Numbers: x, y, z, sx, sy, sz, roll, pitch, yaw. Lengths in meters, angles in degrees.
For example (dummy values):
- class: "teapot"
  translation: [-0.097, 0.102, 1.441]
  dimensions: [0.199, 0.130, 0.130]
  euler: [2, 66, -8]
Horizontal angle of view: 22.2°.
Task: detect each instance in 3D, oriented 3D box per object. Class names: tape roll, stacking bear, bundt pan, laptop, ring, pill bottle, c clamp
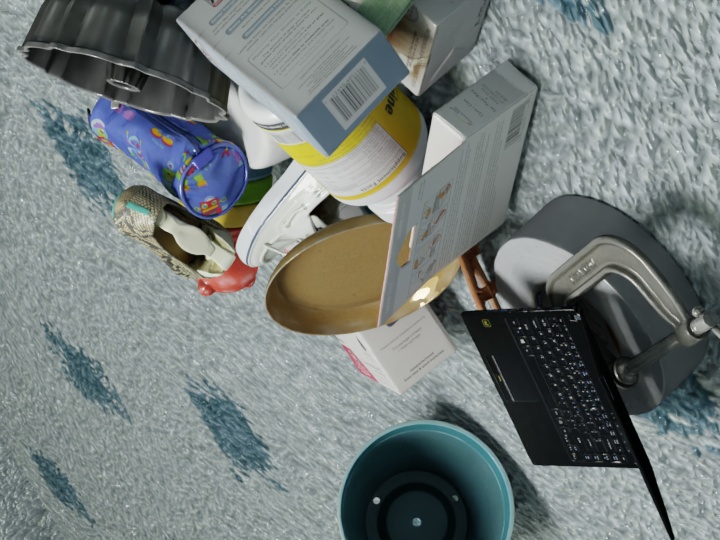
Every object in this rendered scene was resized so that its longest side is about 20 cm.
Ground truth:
- class: "tape roll"
  translation: [0.214, 0.033, 1.649]
  dimensions: [0.200, 0.066, 0.201]
  euler: [40, 155, 23]
- class: "stacking bear"
  translation: [-0.148, -0.075, 1.959]
  dimensions: [0.113, 0.121, 0.202]
  euler: [14, 111, 44]
- class: "bundt pan"
  translation: [-0.205, -0.202, 1.667]
  dimensions: [0.200, 0.077, 0.202]
  euler: [15, 173, 2]
- class: "laptop"
  translation: [0.175, 0.130, 1.572]
  dimensions: [0.199, 0.103, 0.178]
  euler: [-3, 123, 41]
- class: "ring"
  translation: [0.139, 0.058, 1.751]
  dimensions: [0.201, 0.019, 0.202]
  euler: [-90, -26, -69]
- class: "pill bottle"
  translation: [-0.010, -0.128, 1.638]
  dimensions: [0.112, 0.113, 0.200]
  euler: [20, 164, 47]
- class: "c clamp"
  translation: [0.232, 0.050, 1.530]
  dimensions: [0.171, 0.027, 0.200]
  euler: [51, 155, -3]

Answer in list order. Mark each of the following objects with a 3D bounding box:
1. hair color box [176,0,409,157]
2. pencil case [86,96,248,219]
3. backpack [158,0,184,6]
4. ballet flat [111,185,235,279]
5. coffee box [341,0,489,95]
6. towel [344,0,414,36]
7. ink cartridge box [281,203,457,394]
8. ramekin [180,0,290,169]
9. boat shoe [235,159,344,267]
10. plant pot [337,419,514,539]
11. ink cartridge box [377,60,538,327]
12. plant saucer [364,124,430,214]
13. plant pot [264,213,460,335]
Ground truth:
- class: "hair color box"
  translation: [-0.059, -0.187, 1.524]
  dimensions: [0.200, 0.099, 0.061]
  euler: [41, 175, 43]
- class: "pencil case"
  translation: [-0.193, -0.128, 1.827]
  dimensions: [0.200, 0.078, 0.087]
  euler: [37, 164, 42]
- class: "backpack"
  translation: [-0.184, -0.337, 1.689]
  dimensions: [0.199, 0.146, 0.185]
  euler: [13, 128, 60]
- class: "ballet flat"
  translation: [-0.169, -0.028, 1.825]
  dimensions: [0.075, 0.068, 0.200]
  euler: [22, 174, 31]
- class: "coffee box"
  translation: [0.011, -0.261, 1.554]
  dimensions: [0.200, 0.080, 0.115]
  euler: [44, 156, 14]
- class: "towel"
  translation: [-0.005, -0.311, 1.471]
  dimensions: [0.200, 0.023, 0.153]
  euler: [44, 111, 11]
- class: "ink cartridge box"
  translation: [-0.002, 0.018, 1.942]
  dimensions: [0.201, 0.084, 0.145]
  euler: [56, 169, -15]
- class: "ramekin"
  translation: [-0.104, -0.197, 1.786]
  dimensions: [0.201, 0.097, 0.202]
  euler: [46, 153, 32]
- class: "boat shoe"
  translation: [-0.045, -0.052, 1.790]
  dimensions: [0.086, 0.074, 0.202]
  euler: [49, 127, 12]
- class: "plant pot"
  translation: [0.072, 0.286, 2.130]
  dimensions: [0.200, 0.200, 0.188]
  euler: [46, 171, 8]
- class: "ink cartridge box"
  translation: [0.070, -0.065, 1.606]
  dimensions: [0.045, 0.176, 0.201]
  euler: [41, 152, 21]
- class: "plant saucer"
  translation: [0.035, -0.105, 1.806]
  dimensions: [0.200, 0.027, 0.201]
  euler: [38, 153, 23]
- class: "plant pot"
  translation: [0.000, 0.000, 1.789]
  dimensions: [0.201, 0.198, 0.028]
  euler: [94, 161, -58]
